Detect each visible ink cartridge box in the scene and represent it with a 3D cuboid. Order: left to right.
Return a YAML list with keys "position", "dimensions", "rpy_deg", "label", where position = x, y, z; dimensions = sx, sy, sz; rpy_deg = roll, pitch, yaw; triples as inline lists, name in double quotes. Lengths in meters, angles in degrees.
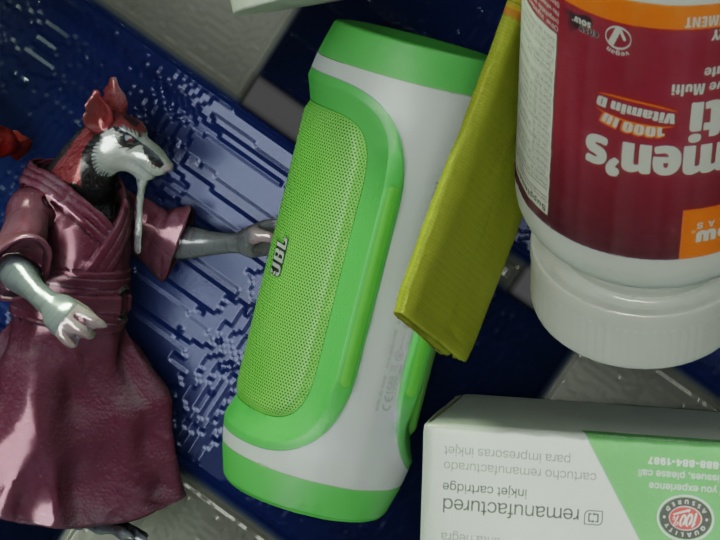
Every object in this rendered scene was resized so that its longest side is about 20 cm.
- position: [0.100, 0.160, 1.077]
  dimensions: [0.145, 0.084, 0.201]
  rpy_deg: [3, 97, 13]
  label: "ink cartridge box"

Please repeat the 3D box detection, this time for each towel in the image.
- position: [0.059, -0.066, 1.036]
  dimensions: [0.018, 0.086, 0.201]
  rpy_deg: [16, 81, 24]
  label: "towel"

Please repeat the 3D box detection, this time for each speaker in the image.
- position: [0.000, 0.000, 1.082]
  dimensions: [0.088, 0.088, 0.201]
  rpy_deg: [16, 99, 10]
  label: "speaker"

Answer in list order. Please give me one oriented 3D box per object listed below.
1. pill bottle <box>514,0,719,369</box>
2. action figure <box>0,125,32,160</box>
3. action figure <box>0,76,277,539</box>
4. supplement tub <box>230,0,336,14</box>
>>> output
- position: [0.115, -0.064, 0.998]
  dimensions: [0.109, 0.110, 0.201]
  rpy_deg: [9, 132, 11]
  label: "pill bottle"
- position: [-0.188, -0.041, 1.138]
  dimensions: [0.065, 0.099, 0.201]
  rpy_deg: [23, 122, 6]
  label: "action figure"
- position: [-0.125, 0.014, 1.119]
  dimensions: [0.148, 0.134, 0.201]
  rpy_deg: [13, 98, 40]
  label: "action figure"
- position: [-0.011, -0.212, 1.033]
  dimensions: [0.144, 0.144, 0.201]
  rpy_deg: [-10, 93, 13]
  label: "supplement tub"
